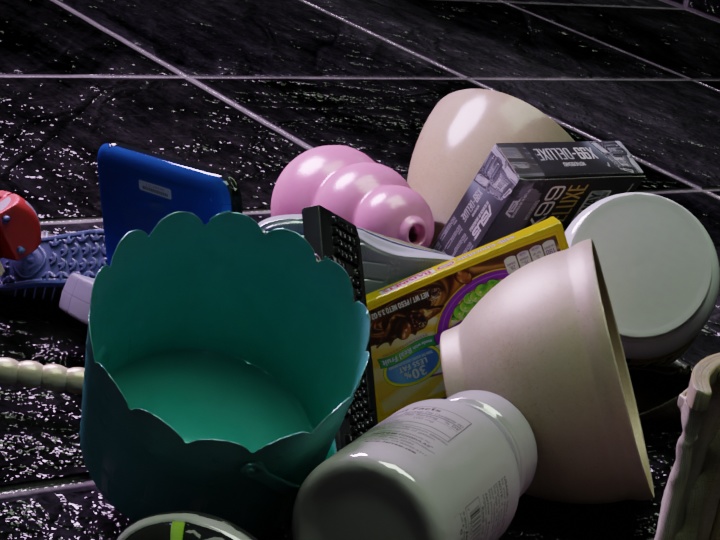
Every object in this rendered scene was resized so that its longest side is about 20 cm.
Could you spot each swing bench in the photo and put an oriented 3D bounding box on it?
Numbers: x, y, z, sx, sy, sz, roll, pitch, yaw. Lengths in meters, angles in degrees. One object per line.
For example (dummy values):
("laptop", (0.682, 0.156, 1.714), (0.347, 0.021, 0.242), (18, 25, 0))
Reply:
("swing bench", (0.289, 0.172, 1.180), (0.198, 0.201, 0.130), (15, 19, 11))

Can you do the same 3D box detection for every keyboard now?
("keyboard", (-0.008, 0.048, 1.368), (0.039, 0.202, 0.104), (-17, -20, 28))

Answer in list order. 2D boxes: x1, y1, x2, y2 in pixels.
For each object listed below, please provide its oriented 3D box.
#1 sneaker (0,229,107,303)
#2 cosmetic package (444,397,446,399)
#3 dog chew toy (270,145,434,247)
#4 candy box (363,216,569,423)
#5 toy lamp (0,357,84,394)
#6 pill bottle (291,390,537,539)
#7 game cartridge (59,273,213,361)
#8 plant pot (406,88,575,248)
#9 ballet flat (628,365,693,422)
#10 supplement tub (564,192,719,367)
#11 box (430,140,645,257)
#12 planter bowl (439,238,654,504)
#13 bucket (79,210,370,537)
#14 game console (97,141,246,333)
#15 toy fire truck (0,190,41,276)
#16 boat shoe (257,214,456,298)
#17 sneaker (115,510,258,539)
("sneaker", (-0.277, 0.000, 1.576), (0.198, 0.071, 0.078), (6, -20, 22))
("cosmetic package", (0.045, 0.062, 1.536), (0.198, 0.091, 0.107), (11, 20, -10))
("dog chew toy", (-0.001, -0.051, 1.738), (0.124, 0.126, 0.199), (-2, 13, -33))
("candy box", (0.086, 0.041, 1.463), (0.198, 0.103, 0.026), (-23, 18, -7))
("toy lamp", (-0.219, 0.083, 1.373), (0.198, 0.059, 0.058), (6, 19, -9))
("pill bottle", (0.045, 0.151, 1.234), (0.113, 0.115, 0.200), (19, 20, 22))
("game cartridge", (-0.155, 0.046, 1.447), (0.133, 0.041, 0.199), (14, 2, -38))
("plant pot", (0.123, -0.063, 1.818), (0.199, 0.201, 0.135), (20, 56, 26))
("ballet flat", (0.223, 0.106, 1.536), (0.199, 0.046, 0.068), (-1, 58, -36))
("supplement tub", (0.240, 0.012, 1.593), (0.143, 0.146, 0.200), (13, -8, 8))
("box", (0.152, -0.034, 1.689), (0.157, 0.201, 0.050), (-4, 49, -37))
("planter bowl", (0.137, 0.089, 1.383), (0.133, 0.202, 0.200), (-14, 17, 9))
("bucket", (-0.098, 0.077, 1.239), (0.205, 0.135, 0.208), (9, 46, -9))
("game console", (-0.109, -0.014, 1.434), (0.118, 0.172, 0.199), (-15, 20, -35))
("toy fire truck", (-0.331, 0.005, 1.449), (0.199, 0.049, 0.141), (-34, 25, -26))
("boat shoe", (0.000, 0.000, 1.482), (0.198, 0.073, 0.062), (14, 5, -14))
("sneaker", (-0.075, 0.206, 1.079), (0.198, 0.072, 0.083), (19, 22, 22))
